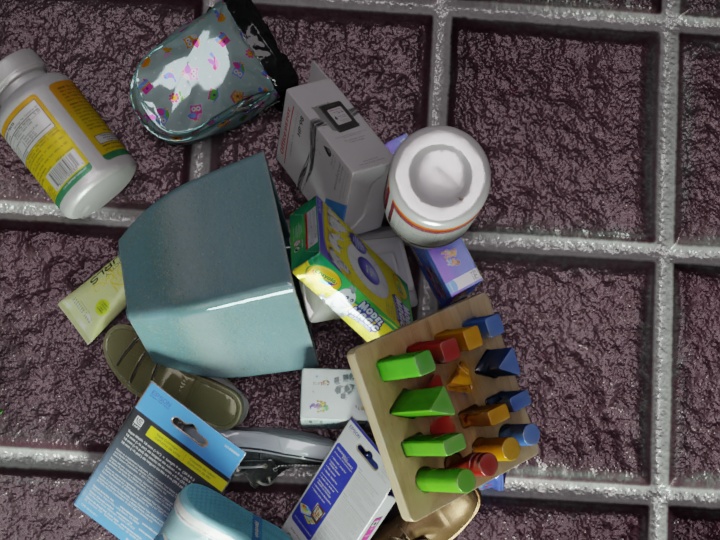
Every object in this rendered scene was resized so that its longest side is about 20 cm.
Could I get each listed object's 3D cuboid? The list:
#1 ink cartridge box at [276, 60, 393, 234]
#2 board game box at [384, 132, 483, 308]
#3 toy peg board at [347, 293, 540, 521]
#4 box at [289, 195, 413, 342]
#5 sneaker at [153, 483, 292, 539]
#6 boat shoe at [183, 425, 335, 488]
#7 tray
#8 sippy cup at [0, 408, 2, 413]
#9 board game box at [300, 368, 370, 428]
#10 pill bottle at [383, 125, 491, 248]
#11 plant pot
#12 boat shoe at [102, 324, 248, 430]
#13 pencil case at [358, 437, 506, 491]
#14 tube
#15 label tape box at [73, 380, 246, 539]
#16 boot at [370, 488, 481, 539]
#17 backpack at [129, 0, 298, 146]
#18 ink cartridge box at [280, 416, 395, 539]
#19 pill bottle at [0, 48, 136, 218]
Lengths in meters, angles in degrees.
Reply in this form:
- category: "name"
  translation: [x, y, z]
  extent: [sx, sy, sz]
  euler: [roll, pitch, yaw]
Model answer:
- category: "ink cartridge box"
  translation: [-0.043, -0.149, 1.497]
  extent: [0.066, 0.116, 0.200]
  euler: [-19, 54, -27]
- category: "board game box"
  translation: [0.080, -0.058, 1.520]
  extent: [0.044, 0.134, 0.201]
  euler: [-27, 84, -5]
- category: "toy peg board"
  translation: [0.117, 0.147, 1.352]
  extent: [0.198, 0.098, 0.202]
  euler: [-21, 94, -31]
- category: "box"
  translation: [-0.001, 0.018, 1.408]
  extent: [0.048, 0.118, 0.200]
  euler: [-33, 122, 19]
- category: "sneaker"
  translation: [-0.156, 0.347, 1.421]
  extent: [0.199, 0.080, 0.131]
  euler: [36, 106, -9]
- category: "boat shoe"
  translation: [-0.125, 0.233, 1.512]
  extent: [0.198, 0.072, 0.072]
  euler: [3, 90, 9]
- category: "tray"
  translation: [0.000, 0.000, 1.500]
  extent: [0.199, 0.022, 0.109]
  euler: [-7, 81, -47]
- category: "sippy cup"
  translation: [-0.508, 0.108, 1.477]
  extent: [0.138, 0.130, 0.180]
  euler: [-6, 82, -2]
- category: "board game box"
  translation: [0.027, 0.158, 1.482]
  extent: [0.198, 0.148, 0.065]
  euler: [2, 80, -2]
- category: "pill bottle"
  translation: [0.080, -0.084, 1.354]
  extent: [0.108, 0.200, 0.111]
  euler: [0, 82, -1]
- category: "plant pot"
  translation: [-0.174, 0.013, 1.445]
  extent: [0.198, 0.196, 0.198]
  euler: [-14, 58, -1]
- category: "boat shoe"
  translation: [-0.229, 0.135, 1.516]
  extent: [0.199, 0.068, 0.075]
  euler: [33, 92, 8]
- category: "pencil case"
  translation: [0.083, 0.236, 1.505]
  extent: [0.198, 0.087, 0.079]
  euler: [-3, 57, -3]
- category: "tube"
  translation: [-0.288, 0.002, 1.541]
  extent: [0.200, 0.058, 0.052]
  euler: [-41, 111, -4]
- category: "label tape box"
  translation: [-0.232, 0.239, 1.464]
  extent: [0.144, 0.063, 0.201]
  euler: [36, 109, 3]
- category: "boot"
  translation: [0.060, 0.319, 1.459]
  extent: [0.199, 0.075, 0.074]
  euler: [-36, 92, 18]
- category: "backpack"
  translation: [-0.196, -0.246, 1.541]
  extent: [0.199, 0.127, 0.168]
  euler: [-32, 88, -3]
- category: "ink cartridge box"
  translation: [-0.020, 0.274, 1.428]
  extent: [0.095, 0.037, 0.201]
  euler: [46, 122, 30]
- category: "pill bottle"
  translation: [-0.382, -0.174, 1.530]
  extent: [0.113, 0.113, 0.200]
  euler: [-39, 85, -7]
